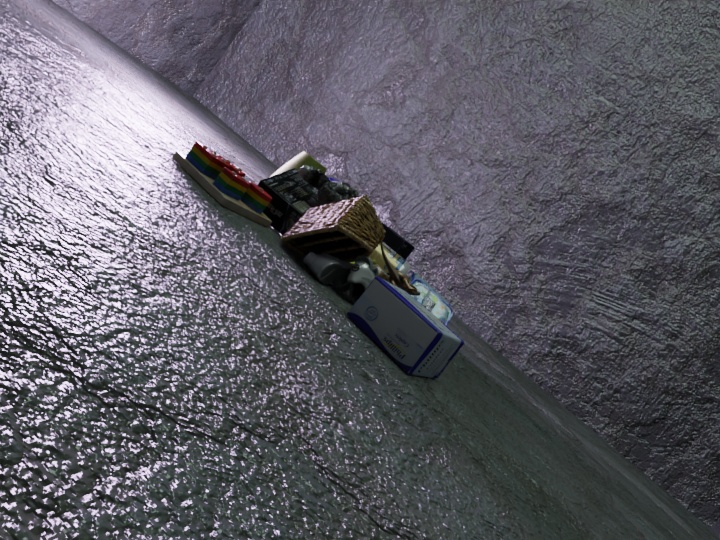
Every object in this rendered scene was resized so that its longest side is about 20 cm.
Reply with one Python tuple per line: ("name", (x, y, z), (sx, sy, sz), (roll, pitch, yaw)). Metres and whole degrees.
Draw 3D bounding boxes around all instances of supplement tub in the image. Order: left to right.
("supplement tub", (0.022, -0.020, 1.625), (0.200, 0.145, 0.145), (39, 6, 2))

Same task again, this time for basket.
("basket", (-0.060, -0.069, 1.383), (0.149, 0.199, 0.143), (-52, 124, -44))

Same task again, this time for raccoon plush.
("raccoon plush", (-0.094, -0.165, 1.513), (0.199, 0.097, 0.134), (25, 48, -4))

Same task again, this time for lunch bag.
("lunch bag", (0.189, 0.113, 1.821), (0.170, 0.128, 0.200), (41, 19, -3))

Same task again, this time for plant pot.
("plant pot", (-0.204, -0.275, 1.895), (0.187, 0.200, 0.187), (39, 6, -5))

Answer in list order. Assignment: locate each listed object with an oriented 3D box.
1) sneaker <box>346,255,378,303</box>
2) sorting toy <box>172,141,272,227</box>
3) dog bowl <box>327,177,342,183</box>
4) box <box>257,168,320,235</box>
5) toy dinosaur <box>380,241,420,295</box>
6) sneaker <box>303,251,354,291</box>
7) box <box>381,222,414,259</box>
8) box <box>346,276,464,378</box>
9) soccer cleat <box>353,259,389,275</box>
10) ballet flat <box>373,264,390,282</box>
("sneaker", (0.017, 0.065, 1.392), (0.074, 0.089, 0.201), (6, -42, 39))
("sorting toy", (-0.309, -0.209, 1.396), (0.200, 0.070, 0.199), (41, 6, 24))
("dog bowl", (-0.104, -0.184, 1.822), (0.200, 0.200, 0.079), (35, 4, -34))
("box", (-0.179, -0.177, 1.576), (0.164, 0.086, 0.200), (39, 27, 3))
("toy dinosaur", (0.086, 0.016, 1.439), (0.200, 0.060, 0.106), (54, 9, -37))
("sneaker", (-0.062, -0.006, 1.385), (0.080, 0.071, 0.200), (37, 5, 25))
("box", (0.074, -0.047, 1.966), (0.104, 0.182, 0.200), (40, 6, 14))
("box", (0.099, 0.123, 1.235), (0.184, 0.105, 0.200), (41, 7, 26))
("soccer cleat", (0.000, 0.000, 1.509), (0.199, 0.084, 0.065), (19, 18, -12))
("ballet flat", (0.076, 0.065, 1.474), (0.070, 0.065, 0.200), (-7, -55, 50))
